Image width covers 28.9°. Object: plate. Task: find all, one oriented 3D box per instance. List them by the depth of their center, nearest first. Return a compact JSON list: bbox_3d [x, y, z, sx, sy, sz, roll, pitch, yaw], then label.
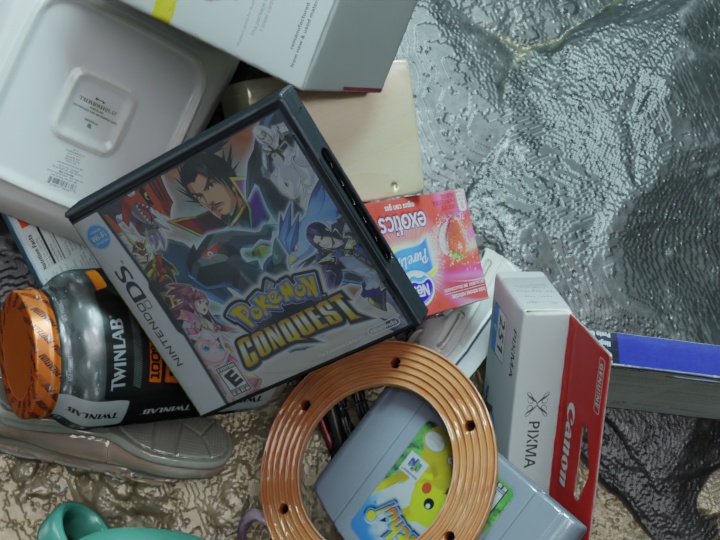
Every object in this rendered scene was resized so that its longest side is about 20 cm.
[{"bbox_3d":[-0.203,-0.120,1.050,0.199,0.032,0.201,23,95,-33],"label":"plate"}]

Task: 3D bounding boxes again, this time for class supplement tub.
[{"bbox_3d":[-0.169,0.057,1.082,0.199,0.122,0.123,-4,78,-31],"label":"supplement tub"}]

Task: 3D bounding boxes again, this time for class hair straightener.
[{"bbox_3d":[-0.023,0.094,1.151,0.041,0.077,0.201,-8,78,-39],"label":"hair straightener"}]

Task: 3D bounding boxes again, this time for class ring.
[{"bbox_3d":[0.013,0.153,1.067,0.199,0.019,0.202,-10,67,23],"label":"ring"}]

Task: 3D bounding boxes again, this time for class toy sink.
[{"bbox_3d":[-0.040,-0.105,1.145,0.129,0.200,0.113,-9,98,-13],"label":"toy sink"}]

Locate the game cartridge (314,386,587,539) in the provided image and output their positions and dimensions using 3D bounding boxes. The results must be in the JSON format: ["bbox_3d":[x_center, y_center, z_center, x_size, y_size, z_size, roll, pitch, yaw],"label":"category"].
[{"bbox_3d":[0.059,0.185,1.064,0.200,0.040,0.134,38,96,32],"label":"game cartridge"}]

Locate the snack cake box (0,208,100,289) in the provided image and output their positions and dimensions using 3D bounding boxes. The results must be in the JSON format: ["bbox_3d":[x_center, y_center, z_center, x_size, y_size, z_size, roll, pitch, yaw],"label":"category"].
[{"bbox_3d":[-0.238,-0.081,1.104,0.115,0.067,0.201,-28,118,-15],"label":"snack cake box"}]

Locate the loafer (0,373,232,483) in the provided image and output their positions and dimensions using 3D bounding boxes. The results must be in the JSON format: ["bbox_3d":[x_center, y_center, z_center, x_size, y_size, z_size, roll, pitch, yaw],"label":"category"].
[{"bbox_3d":[-0.204,0.134,1.124,0.199,0.063,0.072,16,36,-9],"label":"loafer"}]

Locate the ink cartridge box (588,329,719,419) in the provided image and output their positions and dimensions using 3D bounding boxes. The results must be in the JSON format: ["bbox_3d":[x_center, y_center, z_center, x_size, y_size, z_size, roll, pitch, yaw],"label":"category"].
[{"bbox_3d":[0.248,0.082,1.144,0.198,0.200,0.041,7,77,-10],"label":"ink cartridge box"}]

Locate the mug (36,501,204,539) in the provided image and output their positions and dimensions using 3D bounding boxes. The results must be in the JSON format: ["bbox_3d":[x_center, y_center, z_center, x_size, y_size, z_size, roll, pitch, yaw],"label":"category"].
[{"bbox_3d":[-0.185,0.264,1.040,0.184,0.114,0.153,10,84,27],"label":"mug"}]

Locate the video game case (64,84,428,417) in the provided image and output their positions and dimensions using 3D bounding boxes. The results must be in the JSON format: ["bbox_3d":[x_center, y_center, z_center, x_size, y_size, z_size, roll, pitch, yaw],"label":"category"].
[{"bbox_3d":[-0.081,-0.006,0.965,0.181,0.199,0.026,58,29,-14],"label":"video game case"}]

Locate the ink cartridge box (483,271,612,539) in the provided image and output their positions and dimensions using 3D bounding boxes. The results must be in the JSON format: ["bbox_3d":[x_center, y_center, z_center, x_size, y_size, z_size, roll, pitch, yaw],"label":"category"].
[{"bbox_3d":[0.136,0.123,1.087,0.044,0.176,0.202,0,109,-10],"label":"ink cartridge box"}]

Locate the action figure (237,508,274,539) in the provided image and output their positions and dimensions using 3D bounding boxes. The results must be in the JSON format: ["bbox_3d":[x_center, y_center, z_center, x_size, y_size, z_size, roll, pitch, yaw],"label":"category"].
[{"bbox_3d":[-0.001,0.281,1.120,0.198,0.134,0.150,0,50,-11],"label":"action figure"}]

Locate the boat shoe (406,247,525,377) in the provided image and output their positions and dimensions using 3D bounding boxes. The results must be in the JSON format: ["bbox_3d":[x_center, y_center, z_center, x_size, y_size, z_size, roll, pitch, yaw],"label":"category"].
[{"bbox_3d":[0.071,0.064,1.181,0.066,0.072,0.200,39,73,4],"label":"boat shoe"}]

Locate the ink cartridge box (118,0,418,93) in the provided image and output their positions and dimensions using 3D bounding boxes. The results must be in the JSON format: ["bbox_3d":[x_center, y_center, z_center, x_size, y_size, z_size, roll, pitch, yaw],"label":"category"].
[{"bbox_3d":[-0.079,-0.202,0.989,0.199,0.145,0.084,28,107,18],"label":"ink cartridge box"}]

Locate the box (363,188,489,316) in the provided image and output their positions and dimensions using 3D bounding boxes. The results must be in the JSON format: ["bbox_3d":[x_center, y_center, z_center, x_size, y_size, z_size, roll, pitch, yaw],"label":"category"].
[{"bbox_3d":[0.000,0.000,1.089,0.199,0.102,0.095,-13,89,-54],"label":"box"}]
